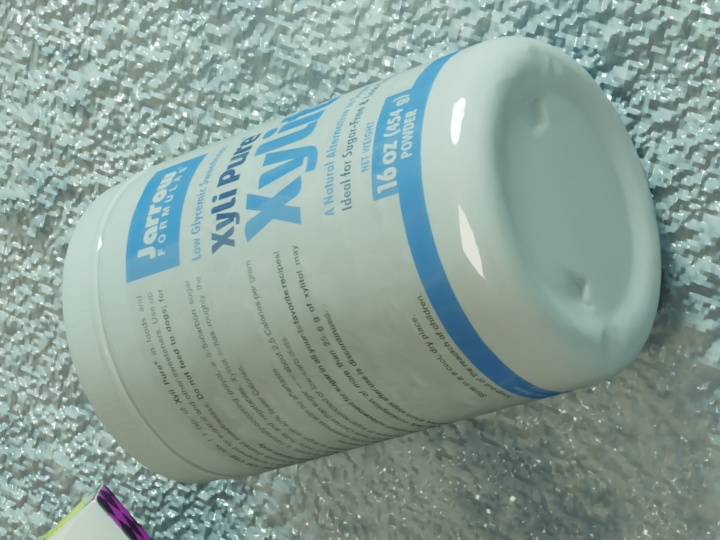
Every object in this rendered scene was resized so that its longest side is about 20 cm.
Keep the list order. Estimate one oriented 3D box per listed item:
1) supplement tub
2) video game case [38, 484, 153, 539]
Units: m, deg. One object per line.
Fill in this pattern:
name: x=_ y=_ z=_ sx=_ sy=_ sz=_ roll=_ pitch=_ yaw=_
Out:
supplement tub: x=0.000 y=0.000 z=0.872 sx=0.199 sy=0.132 sz=0.132 roll=-18 pitch=92 yaw=34
video game case: x=-0.111 y=0.224 z=0.978 sx=0.181 sy=0.036 sz=0.200 roll=-40 pitch=93 yaw=6
